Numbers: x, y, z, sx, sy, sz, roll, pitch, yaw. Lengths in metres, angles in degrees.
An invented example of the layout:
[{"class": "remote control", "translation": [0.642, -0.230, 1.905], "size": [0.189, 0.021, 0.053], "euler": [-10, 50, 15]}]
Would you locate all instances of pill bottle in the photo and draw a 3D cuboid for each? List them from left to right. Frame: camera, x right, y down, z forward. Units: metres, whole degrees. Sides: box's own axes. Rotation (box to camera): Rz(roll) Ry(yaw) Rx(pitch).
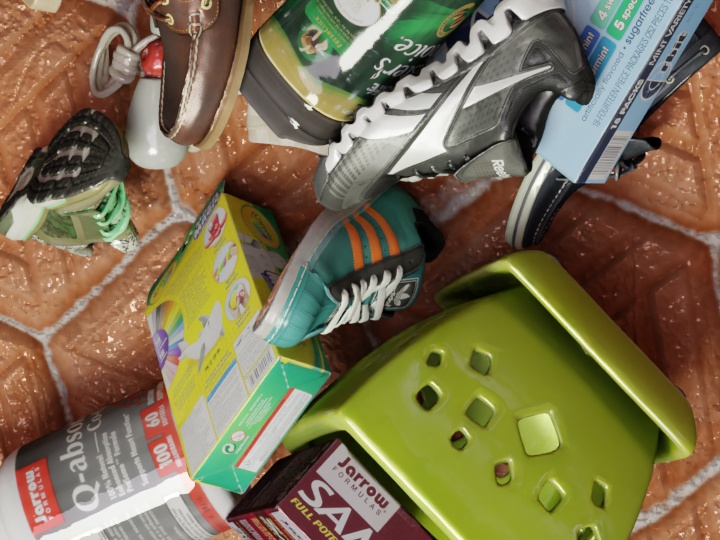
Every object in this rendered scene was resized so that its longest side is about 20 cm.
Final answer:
[{"class": "pill bottle", "translation": [-0.187, 0.163, 1.322], "size": [0.198, 0.116, 0.117], "euler": [-25, 101, 6]}]

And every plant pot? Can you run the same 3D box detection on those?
[{"class": "plant pot", "translation": [0.088, 0.107, 1.203], "size": [0.200, 0.199, 0.182], "euler": [45, 75, -3]}]

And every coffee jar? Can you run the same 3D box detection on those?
[{"class": "coffee jar", "translation": [0.015, -0.164, 1.131], "size": [0.086, 0.104, 0.200], "euler": [50, 118, 8]}]

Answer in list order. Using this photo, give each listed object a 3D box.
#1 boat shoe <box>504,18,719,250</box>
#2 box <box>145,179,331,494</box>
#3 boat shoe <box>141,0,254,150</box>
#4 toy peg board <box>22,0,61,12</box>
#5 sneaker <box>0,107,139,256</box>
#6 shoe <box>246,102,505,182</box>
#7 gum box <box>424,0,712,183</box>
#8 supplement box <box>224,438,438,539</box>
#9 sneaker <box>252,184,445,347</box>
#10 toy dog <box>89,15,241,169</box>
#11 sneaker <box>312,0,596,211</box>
[{"class": "boat shoe", "translation": [0.162, -0.089, 1.201], "size": [0.062, 0.075, 0.201], "euler": [37, 107, 6]}, {"class": "box", "translation": [-0.090, 0.039, 1.257], "size": [0.048, 0.201, 0.118], "euler": [19, 121, -33]}, {"class": "boat shoe", "translation": [-0.100, -0.176, 1.128], "size": [0.070, 0.070, 0.202], "euler": [6, 102, -31]}, {"class": "toy peg board", "translation": [-0.173, -0.288, 1.185], "size": [0.097, 0.199, 0.202], "euler": [5, 115, -33]}, {"class": "sneaker", "translation": [-0.180, -0.050, 1.263], "size": [0.088, 0.200, 0.078], "euler": [30, 72, -19]}, {"class": "shoe", "translation": [0.014, -0.088, 1.237], "size": [0.198, 0.070, 0.054], "euler": [18, 98, 17]}, {"class": "gum box", "translation": [0.113, -0.181, 1.153], "size": [0.200, 0.044, 0.171], "euler": [40, 113, 26]}, {"class": "supplement box", "translation": [-0.017, 0.172, 1.189], "size": [0.109, 0.200, 0.061], "euler": [44, 73, -2]}, {"class": "sneaker", "translation": [0.000, 0.000, 1.198], "size": [0.080, 0.200, 0.072], "euler": [35, 125, 3]}, {"class": "toy dog", "translation": [-0.096, -0.170, 1.228], "size": [0.095, 0.132, 0.201], "euler": [8, 121, -31]}, {"class": "sneaker", "translation": [0.059, -0.083, 1.118], "size": [0.199, 0.066, 0.091], "euler": [-37, 76, 18]}]
